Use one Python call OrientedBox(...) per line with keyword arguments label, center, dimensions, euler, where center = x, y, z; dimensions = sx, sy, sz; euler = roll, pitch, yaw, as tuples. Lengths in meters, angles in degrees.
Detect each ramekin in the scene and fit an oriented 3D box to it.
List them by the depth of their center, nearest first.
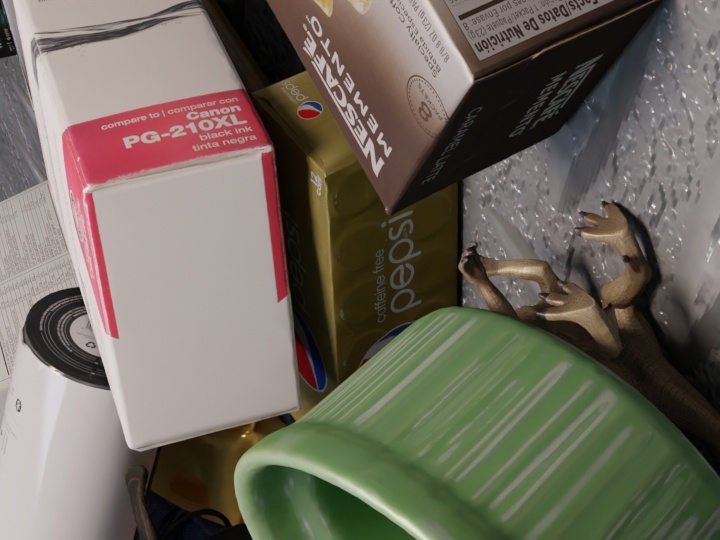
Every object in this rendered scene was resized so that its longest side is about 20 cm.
OrientedBox(label="ramekin", center=(0.057, 0.109, 0.703), dimensions=(0.200, 0.098, 0.200), euler=(38, 157, 20))

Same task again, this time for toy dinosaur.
OrientedBox(label="toy dinosaur", center=(0.095, 0.032, 0.710), dimensions=(0.199, 0.058, 0.101), euler=(24, 148, 44))

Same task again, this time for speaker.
OrientedBox(label="speaker", center=(-0.146, 0.111, 0.944), dimensions=(0.081, 0.081, 0.201), euler=(47, 132, 39))

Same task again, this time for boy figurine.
OrientedBox(label="boy figurine", center=(-0.079, 0.102, 0.984), dimensions=(0.124, 0.064, 0.201), euler=(34, 130, 8))

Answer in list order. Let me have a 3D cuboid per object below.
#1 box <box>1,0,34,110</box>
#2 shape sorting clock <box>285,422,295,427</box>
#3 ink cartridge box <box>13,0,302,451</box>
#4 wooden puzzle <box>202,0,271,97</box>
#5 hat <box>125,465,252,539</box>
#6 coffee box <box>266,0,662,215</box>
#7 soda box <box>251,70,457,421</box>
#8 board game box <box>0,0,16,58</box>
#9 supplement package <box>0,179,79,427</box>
OrientedBox(label="box", center=(-0.181, -0.199, 1.014), dimensions=(0.200, 0.048, 0.159), euler=(-115, 11, -57))
OrientedBox(label="shape sorting clock", center=(0.011, 0.162, 0.884), dimensions=(0.200, 0.039, 0.201), euler=(55, 159, 33))
OrientedBox(label="ink cartridge box", center=(-0.095, -0.043, 0.861), dimensions=(0.200, 0.084, 0.146), euler=(-117, 18, -50))
OrientedBox(label="wooden puzzle", center=(-0.067, -0.063, 1.004), dimensions=(0.200, 0.037, 0.185), euler=(52, 156, 20))
OrientedBox(label="hat", center=(-0.042, 0.166, 0.853), dimensions=(0.201, 0.080, 0.202), euler=(162, 90, -79))
OrientedBox(label="coffee box", center=(0.006, -0.138, 0.666), dimensions=(0.201, 0.079, 0.114), euler=(61, 159, 11))
OrientedBox(label="soda box", center=(0.000, 0.000, 0.856), dimensions=(0.064, 0.067, 0.201), euler=(48, 154, 38))
OrientedBox(label="board game box", center=(-0.241, -0.241, 1.114), dimensions=(0.136, 0.028, 0.201), euler=(84, 171, -58))
OrientedBox(label="supplement package", center=(-0.176, 0.074, 1.092), dimensions=(0.147, 0.199, 0.192), euler=(-116, 2, -45))
